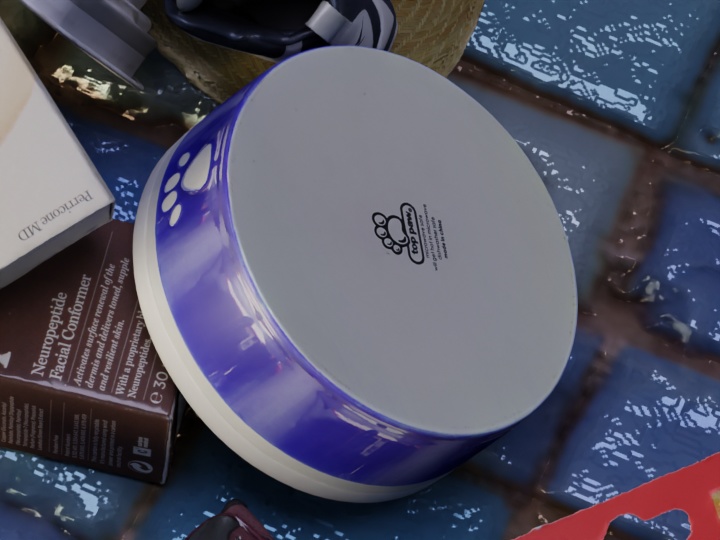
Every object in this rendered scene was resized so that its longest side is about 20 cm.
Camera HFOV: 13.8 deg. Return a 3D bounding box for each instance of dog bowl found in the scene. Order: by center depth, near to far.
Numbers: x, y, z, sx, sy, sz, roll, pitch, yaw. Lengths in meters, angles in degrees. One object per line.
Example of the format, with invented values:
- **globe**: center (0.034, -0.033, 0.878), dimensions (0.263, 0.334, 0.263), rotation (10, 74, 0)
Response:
- **dog bowl**: center (0.000, 0.000, 1.364), dimensions (0.200, 0.079, 0.200), rotation (20, 54, -29)

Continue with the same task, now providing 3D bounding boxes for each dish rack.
- **dish rack**: center (-0.182, -0.173, 1.437), dimensions (0.200, 0.172, 0.044), rotation (41, 91, 15)

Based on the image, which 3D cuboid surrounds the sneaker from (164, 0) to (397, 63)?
- **sneaker**: center (-0.076, -0.160, 1.399), dimensions (0.199, 0.130, 0.079), rotation (43, 93, 7)

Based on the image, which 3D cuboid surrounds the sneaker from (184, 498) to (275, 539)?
- **sneaker**: center (-0.014, 0.144, 1.328), dimensions (0.200, 0.076, 0.116), rotation (-15, 59, -15)

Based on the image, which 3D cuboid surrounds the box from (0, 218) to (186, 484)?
- **box**: center (-0.173, 0.020, 1.379), dimensions (0.200, 0.075, 0.100), rotation (12, 59, 1)

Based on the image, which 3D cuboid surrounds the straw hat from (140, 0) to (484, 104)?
- **straw hat**: center (-0.017, -0.169, 1.501), dimensions (0.201, 0.201, 0.085), rotation (33, 20, 11)

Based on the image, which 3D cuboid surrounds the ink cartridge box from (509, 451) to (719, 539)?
- **ink cartridge box**: center (0.151, 0.191, 1.290), dimensions (0.161, 0.050, 0.200), rotation (-21, 94, -19)

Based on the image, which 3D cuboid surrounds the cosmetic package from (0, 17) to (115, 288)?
- **cosmetic package**: center (-0.203, -0.083, 1.308), dimensions (0.104, 0.073, 0.200), rotation (-33, 87, -9)
